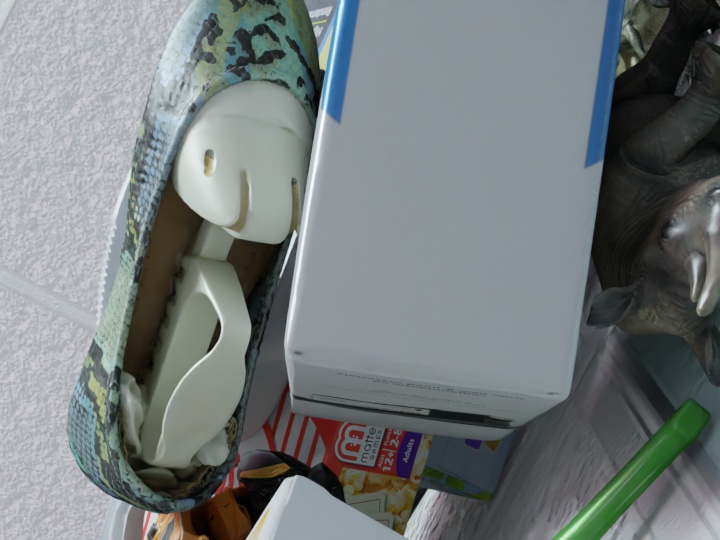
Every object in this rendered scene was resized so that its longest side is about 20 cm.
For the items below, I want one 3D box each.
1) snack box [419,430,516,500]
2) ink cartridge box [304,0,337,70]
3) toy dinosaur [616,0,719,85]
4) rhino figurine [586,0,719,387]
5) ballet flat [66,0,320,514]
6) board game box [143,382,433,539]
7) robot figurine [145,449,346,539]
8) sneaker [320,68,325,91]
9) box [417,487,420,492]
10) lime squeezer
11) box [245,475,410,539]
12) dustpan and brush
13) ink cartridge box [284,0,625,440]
[{"bbox_3d":[0.036,-0.007,0.926,0.142,0.053,0.200,3,70,59],"label":"snack box"},{"bbox_3d":[0.016,-0.104,0.944,0.198,0.047,0.200,2,63,60],"label":"ink cartridge box"},{"bbox_3d":[0.130,-0.129,0.825,0.088,0.047,0.200,25,108,52],"label":"toy dinosaur"},{"bbox_3d":[0.101,-0.024,0.650,0.087,0.060,0.200,-58,8,20],"label":"rhino figurine"},{"bbox_3d":[-0.049,-0.005,0.745,0.074,0.074,0.200,-81,5,-75],"label":"ballet flat"},{"bbox_3d":[-0.047,0.131,0.879,0.151,0.046,0.200,23,99,60],"label":"board game box"},{"bbox_3d":[-0.039,0.154,0.750,0.145,0.058,0.200,-61,35,22],"label":"robot figurine"},{"bbox_3d":[-0.001,0.000,0.868,0.070,0.200,0.093,-27,-39,-17],"label":"sneaker"},{"bbox_3d":[0.038,0.034,1.078,0.200,0.044,0.160,-60,6,26],"label":"box"},{"bbox_3d":[0.045,0.103,0.682,0.071,0.038,0.200,-65,5,-32],"label":"lime squeezer"},{"bbox_3d":[-0.025,0.173,0.579,0.200,0.112,0.101,-59,5,32],"label":"box"},{"bbox_3d":[-0.077,0.053,0.847,0.140,0.057,0.200,24,113,55],"label":"dustpan and brush"},{"bbox_3d":[0.026,-0.026,0.684,0.200,0.084,0.145,104,175,-82],"label":"ink cartridge box"}]
